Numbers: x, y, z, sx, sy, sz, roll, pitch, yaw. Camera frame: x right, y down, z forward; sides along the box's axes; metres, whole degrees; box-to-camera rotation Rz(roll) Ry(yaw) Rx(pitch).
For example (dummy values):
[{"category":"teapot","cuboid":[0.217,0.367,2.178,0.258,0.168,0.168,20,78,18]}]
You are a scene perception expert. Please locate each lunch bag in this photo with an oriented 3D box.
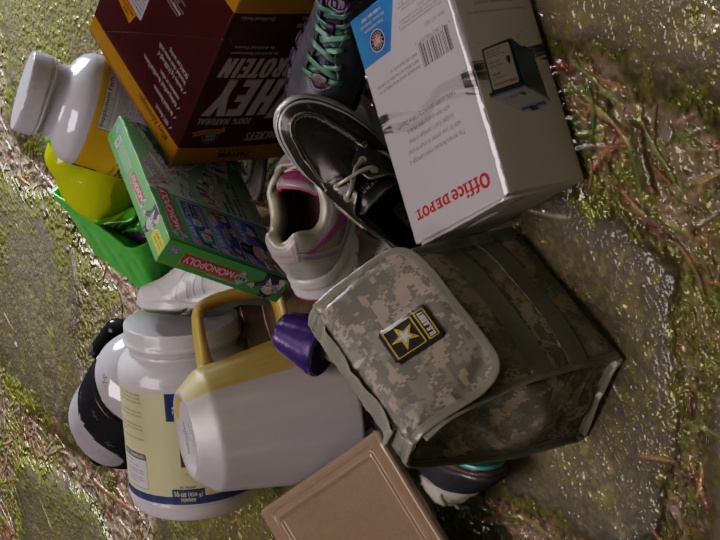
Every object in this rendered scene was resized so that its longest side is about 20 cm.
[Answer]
[{"category":"lunch bag","cuboid":[0.076,0.065,1.459,0.164,0.199,0.118,53,140,35]}]

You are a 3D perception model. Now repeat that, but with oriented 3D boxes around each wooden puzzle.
[{"category":"wooden puzzle","cuboid":[0.014,0.258,1.662,0.200,0.037,0.186,-39,80,42]}]

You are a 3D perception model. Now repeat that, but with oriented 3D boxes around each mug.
[{"category":"mug","cuboid":[-0.098,0.126,1.722,0.187,0.152,0.150,-121,26,-46]}]

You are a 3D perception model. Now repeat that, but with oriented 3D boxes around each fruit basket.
[{"category":"fruit basket","cuboid":[-0.246,-0.089,1.947,0.216,0.155,0.217,46,152,32]}]

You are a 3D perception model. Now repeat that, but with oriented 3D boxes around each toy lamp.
[{"category":"toy lamp","cuboid":[0.013,0.086,1.621,0.199,0.058,0.059,19,119,24]}]

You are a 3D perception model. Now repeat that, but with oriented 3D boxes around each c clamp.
[{"category":"c clamp","cuboid":[-0.141,-0.171,1.884,0.201,0.027,0.172,55,141,33]}]

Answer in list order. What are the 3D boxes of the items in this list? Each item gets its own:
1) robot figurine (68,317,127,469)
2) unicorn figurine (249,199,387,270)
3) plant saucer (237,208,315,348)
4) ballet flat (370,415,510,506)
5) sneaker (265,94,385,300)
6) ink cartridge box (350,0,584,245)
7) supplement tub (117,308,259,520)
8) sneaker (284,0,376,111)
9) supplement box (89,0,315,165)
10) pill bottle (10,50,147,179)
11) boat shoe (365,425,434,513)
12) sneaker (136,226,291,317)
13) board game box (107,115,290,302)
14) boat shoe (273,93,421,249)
[{"category":"robot figurine","cuboid":[-0.258,0.149,2.087,0.150,0.125,0.200,31,141,-5]},{"category":"unicorn figurine","cuboid":[0.000,0.000,1.690,0.199,0.074,0.139,4,103,41]},{"category":"plant saucer","cuboid":[-0.064,0.035,1.829,0.200,0.029,0.202,25,120,53]},{"category":"ballet flat","cuboid":[0.071,0.167,1.624,0.200,0.072,0.074,31,125,57]},{"category":"sneaker","cuboid":[-0.033,-0.080,1.631,0.081,0.088,0.202,-1,66,26]},{"category":"ink cartridge box","cuboid":[0.083,-0.139,1.487,0.146,0.085,0.202,-27,78,57]},{"category":"supplement tub","cuboid":[-0.181,0.146,1.934,0.145,0.144,0.202,19,118,54]},{"category":"sneaker","cuboid":[-0.028,-0.205,1.572,0.074,0.087,0.202,18,93,15]},{"category":"supplement box","cuboid":[-0.134,-0.242,1.732,0.198,0.132,0.201,56,135,31]},{"category":"pill bottle","cuboid":[-0.241,-0.150,1.824,0.112,0.198,0.113,-164,90,-72]},{"category":"boat shoe","cuboid":[0.026,0.247,1.717,0.072,0.068,0.202,-11,90,58]},{"category":"sneaker","cuboid":[-0.148,0.003,1.850,0.199,0.070,0.081,-12,78,38]},{"category":"board game box","cuboid":[-0.152,-0.059,1.700,0.029,0.134,0.201,-55,37,23]},{"category":"boat shoe","cuboid":[0.008,-0.075,1.553,0.200,0.071,0.064,40,-172,-6]}]
